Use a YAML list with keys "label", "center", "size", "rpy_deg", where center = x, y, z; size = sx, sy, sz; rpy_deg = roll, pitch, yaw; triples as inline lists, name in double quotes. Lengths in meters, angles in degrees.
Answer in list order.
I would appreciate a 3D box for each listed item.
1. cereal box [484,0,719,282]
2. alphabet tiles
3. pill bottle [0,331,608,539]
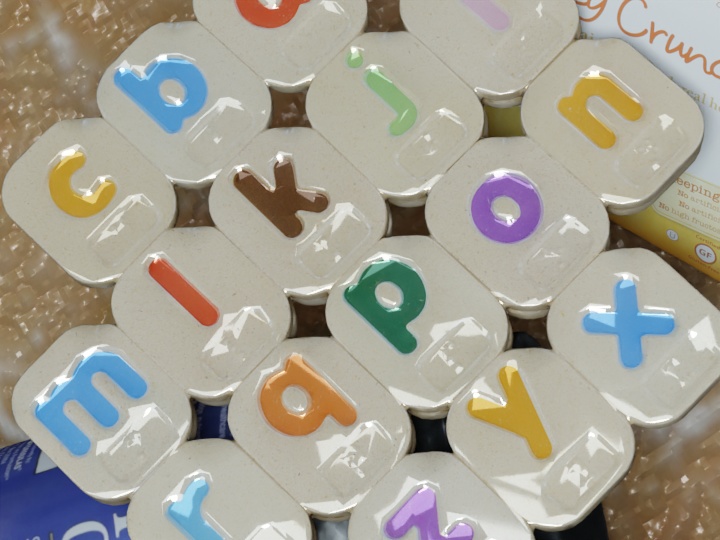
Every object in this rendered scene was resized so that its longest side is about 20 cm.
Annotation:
- label: "cereal box"
  center: [0.089, -0.097, 0.845]
  size: [0.144, 0.201, 0.040]
  rpy_deg: [30, 50, 22]
- label: "alphabet tiles"
  center: [0.000, 0.000, 0.833]
  size: [0.195, 0.015, 0.200]
  rpy_deg: [42, 83, 19]
- label: "pill bottle"
  center: [-0.031, 0.087, 0.882]
  size: [0.199, 0.112, 0.112]
  rpy_deg: [-18, 74, 15]
